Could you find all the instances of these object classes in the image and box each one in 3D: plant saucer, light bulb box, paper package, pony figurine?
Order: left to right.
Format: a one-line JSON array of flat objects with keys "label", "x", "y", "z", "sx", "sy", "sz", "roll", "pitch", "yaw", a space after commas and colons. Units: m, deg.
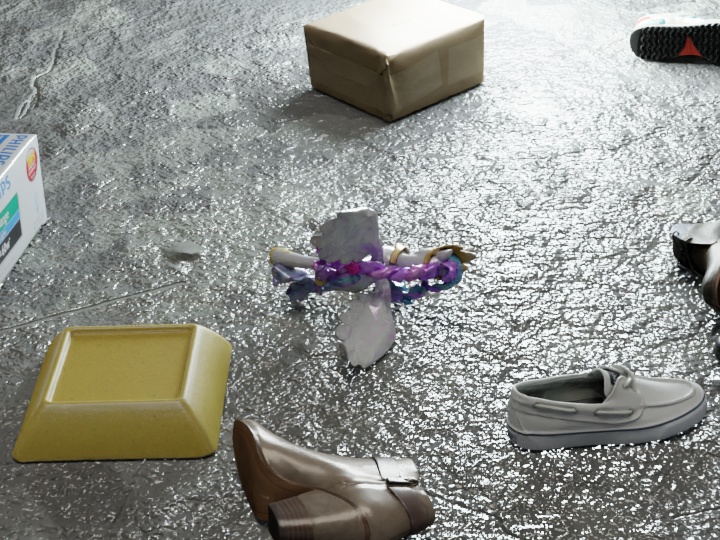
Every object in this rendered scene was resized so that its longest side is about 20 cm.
[{"label": "light bulb box", "x": -0.498, "y": -0.071, "z": 1.793, "sx": 0.200, "sy": 0.125, "sz": 0.198, "roll": 4, "pitch": 30, "yaw": 9}, {"label": "plant saucer", "x": -0.237, "y": 0.112, "z": 1.542, "sx": 0.200, "sy": 0.048, "sz": 0.200, "roll": -1, "pitch": 31, "yaw": 1}, {"label": "pony figurine", "x": 0.000, "y": 0.000, "z": 1.640, "sx": 0.200, "sy": 0.167, "sz": 0.193, "roll": 5, "pitch": 20, "yaw": 43}, {"label": "paper package", "x": 0.050, "y": -0.312, "z": 2.183, "sx": 0.200, "sy": 0.104, "sz": 0.191, "roll": -26, "pitch": 38, "yaw": -33}]

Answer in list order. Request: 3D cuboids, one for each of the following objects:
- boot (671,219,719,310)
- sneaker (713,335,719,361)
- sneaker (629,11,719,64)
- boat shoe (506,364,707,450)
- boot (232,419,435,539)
[{"label": "boot", "x": 0.380, "y": -0.006, "z": 1.689, "sx": 0.097, "sy": 0.075, "sz": 0.200, "roll": -1, "pitch": 21, "yaw": 27}, {"label": "sneaker", "x": 0.455, "y": 0.048, "z": 1.558, "sx": 0.200, "sy": 0.090, "sz": 0.070, "roll": -7, "pitch": 31, "yaw": -9}, {"label": "sneaker", "x": 0.500, "y": -0.352, "z": 2.249, "sx": 0.200, "sy": 0.070, "sz": 0.093, "roll": 4, "pitch": 37, "yaw": 16}, {"label": "boat shoe", "x": 0.239, "y": 0.125, "z": 1.467, "sx": 0.200, "sy": 0.065, "sz": 0.074, "roll": -10, "pitch": 31, "yaw": -12}, {"label": "boot", "x": -0.024, "y": 0.190, "z": 1.387, "sx": 0.146, "sy": 0.070, "sz": 0.200, "roll": -6, "pitch": 31, "yaw": -18}]
